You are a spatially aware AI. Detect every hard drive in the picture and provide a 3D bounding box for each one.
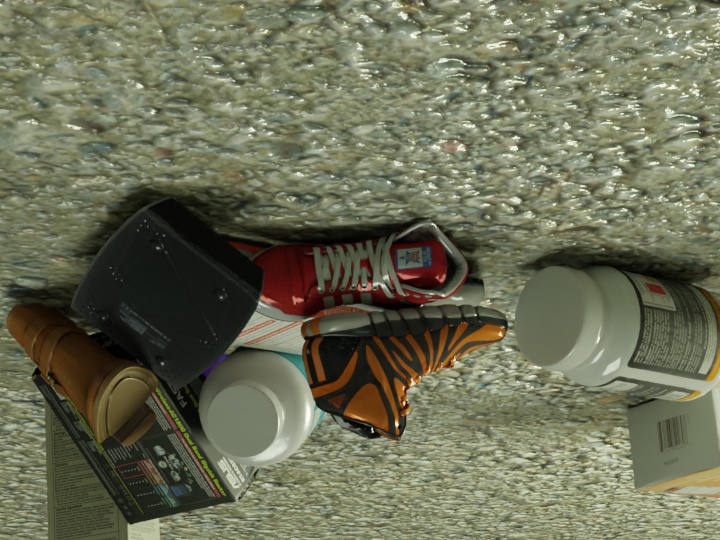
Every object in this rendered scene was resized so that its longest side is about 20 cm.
[{"bbox_3d":[-0.161,0.018,1.502,0.135,0.042,0.200,38,145,-5],"label":"hard drive"}]

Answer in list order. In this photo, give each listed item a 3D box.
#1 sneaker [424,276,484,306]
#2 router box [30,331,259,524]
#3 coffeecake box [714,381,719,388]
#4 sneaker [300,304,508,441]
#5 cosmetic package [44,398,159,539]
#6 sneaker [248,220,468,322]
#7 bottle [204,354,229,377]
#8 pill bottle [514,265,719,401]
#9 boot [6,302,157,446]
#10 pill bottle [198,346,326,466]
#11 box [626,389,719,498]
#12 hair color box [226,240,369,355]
[{"bbox_3d":[0.070,0.054,1.716,0.071,0.073,0.200,4,159,-17],"label":"sneaker"},{"bbox_3d":[-0.214,0.150,1.783,0.149,0.062,0.201,-15,115,34],"label":"router box"},{"bbox_3d":[0.446,0.057,1.794,0.152,0.074,0.200,-3,162,-6],"label":"coffeecake box"},{"bbox_3d":[0.042,0.091,1.561,0.199,0.113,0.078,-5,173,-23],"label":"sneaker"},{"bbox_3d":[-0.276,0.209,1.904,0.104,0.202,0.071,-10,162,22],"label":"cosmetic package"},{"bbox_3d":[0.000,0.000,1.538,0.199,0.072,0.112,0,167,-35],"label":"sneaker"},{"bbox_3d":[-0.151,0.122,1.883,0.199,0.066,0.083,9,158,-34],"label":"bottle"},{"bbox_3d":[0.249,0.057,1.690,0.199,0.117,0.116,12,156,-37],"label":"pill bottle"},{"bbox_3d":[-0.262,0.083,1.625,0.074,0.155,0.200,-44,171,-16],"label":"boot"},{"bbox_3d":[-0.091,0.123,1.719,0.110,0.112,0.200,-7,-173,11],"label":"pill bottle"},{"bbox_3d":[0.457,0.214,2.215,0.199,0.107,0.152,9,157,-33],"label":"box"},{"bbox_3d":[-0.073,0.029,1.625,0.199,0.064,0.111,9,159,-38],"label":"hair color box"}]
